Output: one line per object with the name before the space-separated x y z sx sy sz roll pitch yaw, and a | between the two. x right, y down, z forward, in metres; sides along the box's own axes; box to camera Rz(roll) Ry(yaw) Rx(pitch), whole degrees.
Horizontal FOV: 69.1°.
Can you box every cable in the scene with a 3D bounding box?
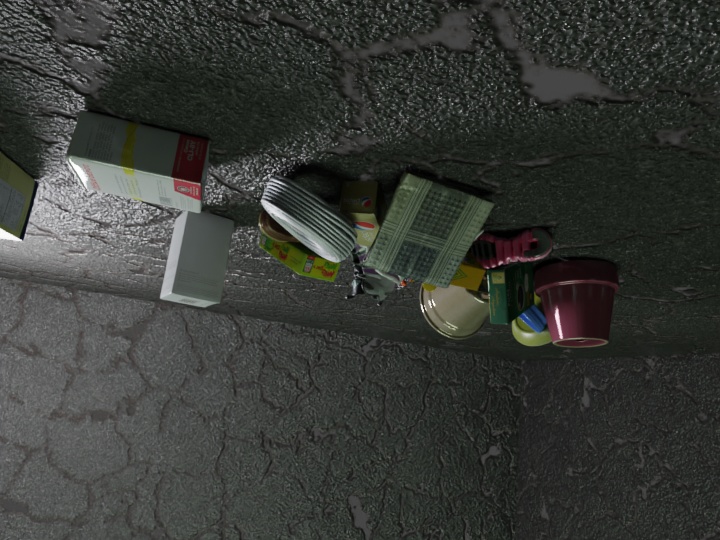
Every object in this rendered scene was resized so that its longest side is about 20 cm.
cable | -0.096 -0.094 0.969 0.199 0.070 0.199 38 173 -24

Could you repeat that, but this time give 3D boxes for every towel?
towel | 0.121 -0.071 0.941 0.190 0.035 0.202 15 119 -21

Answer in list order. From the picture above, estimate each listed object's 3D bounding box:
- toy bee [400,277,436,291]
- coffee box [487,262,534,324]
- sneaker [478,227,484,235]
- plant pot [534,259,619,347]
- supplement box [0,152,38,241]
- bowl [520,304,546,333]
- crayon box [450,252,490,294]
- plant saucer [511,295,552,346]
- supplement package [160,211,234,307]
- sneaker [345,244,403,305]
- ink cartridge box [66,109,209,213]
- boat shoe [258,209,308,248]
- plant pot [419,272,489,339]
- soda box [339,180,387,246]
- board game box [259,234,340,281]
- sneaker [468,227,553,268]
toy bee | 0.139 -0.001 1.239 0.108 0.132 0.200 -33 145 3
coffee box | 0.346 0.040 1.191 0.043 0.125 0.199 -1 -169 35
sneaker | 0.154 -0.089 0.996 0.198 0.079 0.099 2 153 -35
plant pot | 0.532 0.089 1.286 0.196 0.182 0.200 3 163 1
supplement box | -0.787 -0.162 1.017 0.197 0.137 0.200 8 166 -7
bowl | 0.421 0.083 1.410 0.201 0.039 0.201 45 -176 -4
crayon box | 0.168 -0.019 1.077 0.197 0.052 0.126 13 -159 -18
plant saucer | 0.512 0.122 1.486 0.031 0.202 0.199 43 149 -26
supplement package | -0.385 -0.026 1.236 0.116 0.203 0.116 15 164 -31
sneaker | 0.000 0.000 1.180 0.200 0.140 0.078 43 168 -18
ink cartridge box | -0.359 -0.175 0.870 0.197 0.085 0.145 10 165 -16
boat shoe | -0.133 -0.095 1.132 0.067 0.073 0.199 -10 165 36
plant pot | 0.274 0.050 1.314 0.197 0.204 0.184 10 155 -14
soda box | 0.013 -0.105 1.022 0.067 0.065 0.200 4 165 11
board game box | -0.145 -0.038 1.219 0.101 0.048 0.199 14 -169 -41
sneaker | 0.322 -0.043 1.134 0.198 0.080 0.095 -2 176 35
